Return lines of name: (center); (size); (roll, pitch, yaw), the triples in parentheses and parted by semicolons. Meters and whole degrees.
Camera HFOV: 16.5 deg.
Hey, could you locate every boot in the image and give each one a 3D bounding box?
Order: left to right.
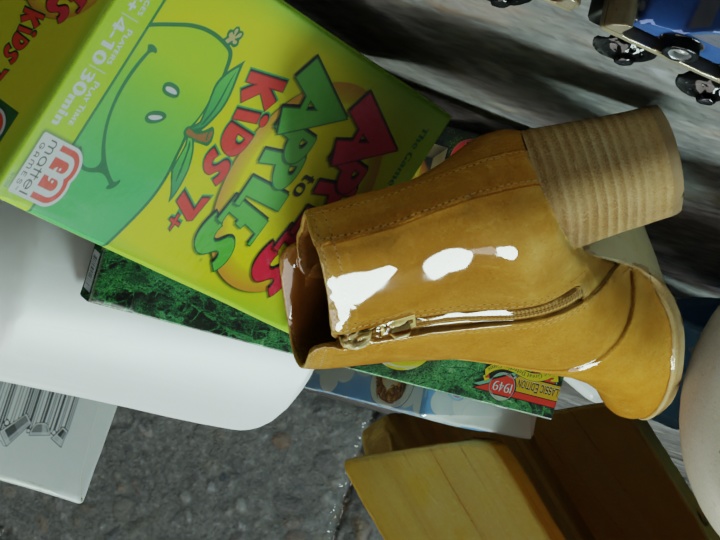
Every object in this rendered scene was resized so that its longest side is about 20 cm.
boot: (0.044, 0.012, 0.920); (0.143, 0.071, 0.201); (-16, 150, -4)

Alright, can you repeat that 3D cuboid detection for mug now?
mug: (-0.118, -0.015, 1.041); (0.153, 0.150, 0.186); (4, -172, -32)

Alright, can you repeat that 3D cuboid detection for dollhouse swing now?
dollhouse swing: (0.135, 0.098, 1.100); (0.182, 0.176, 0.200); (59, -157, 12)

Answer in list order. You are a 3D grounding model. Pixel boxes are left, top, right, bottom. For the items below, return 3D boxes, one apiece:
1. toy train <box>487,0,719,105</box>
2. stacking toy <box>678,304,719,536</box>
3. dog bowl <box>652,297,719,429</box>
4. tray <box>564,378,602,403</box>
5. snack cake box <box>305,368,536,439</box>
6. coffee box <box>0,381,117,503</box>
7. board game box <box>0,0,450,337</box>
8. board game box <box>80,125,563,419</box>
toy train: (0.037, -0.089, 0.630); (0.199, 0.034, 0.046); (22, 161, -23)
stacking toy: (0.199, 0.045, 1.022); (0.145, 0.147, 0.200); (18, -171, 1)
dog bowl: (0.217, 0.060, 1.166); (0.111, 0.050, 0.200); (-3, -162, -44)
tray: (0.099, 0.024, 1.280); (0.200, 0.022, 0.107); (39, 162, -33)
snack cake box: (0.000, 0.000, 1.103); (0.067, 0.116, 0.200); (13, 178, -38)
coffee box: (-0.230, -0.022, 1.198); (0.197, 0.201, 0.199); (13, 172, 46)
board game box: (-0.055, -0.051, 0.854); (0.048, 0.102, 0.200); (35, -176, 33)
board game box: (-0.001, -0.014, 0.976); (0.199, 0.105, 0.023); (14, -173, -18)
